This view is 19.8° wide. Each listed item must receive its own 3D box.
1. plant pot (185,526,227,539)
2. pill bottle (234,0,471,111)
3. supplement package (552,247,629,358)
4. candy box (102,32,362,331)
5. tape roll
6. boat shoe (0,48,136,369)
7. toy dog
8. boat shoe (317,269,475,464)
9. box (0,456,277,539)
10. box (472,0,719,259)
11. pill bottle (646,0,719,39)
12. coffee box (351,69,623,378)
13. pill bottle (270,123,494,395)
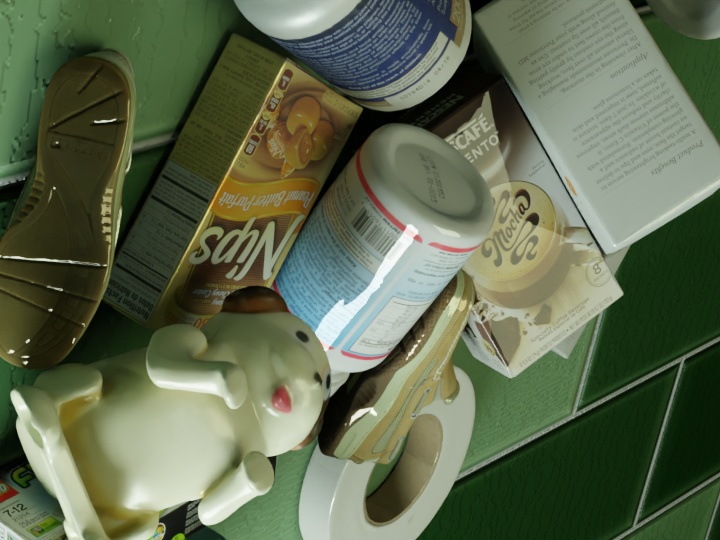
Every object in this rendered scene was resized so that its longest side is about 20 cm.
[{"bbox_3d":[-0.151,0.269,1.447,0.200,0.200,0.162,-19,117,-49],"label":"plant pot"},{"bbox_3d":[-0.017,-0.189,1.343,0.112,0.111,0.200,-61,145,-2],"label":"pill bottle"},{"bbox_3d":[0.155,-0.052,1.710,0.201,0.121,0.120,-60,150,-1],"label":"supplement package"},{"bbox_3d":[-0.087,-0.048,1.411,0.115,0.055,0.201,25,93,-60],"label":"candy box"},{"bbox_3d":[0.025,0.165,1.770,0.202,0.037,0.204,-37,142,-36],"label":"tape roll"},{"bbox_3d":[-0.179,-0.037,1.275,0.063,0.073,0.202,-66,169,-75],"label":"boat shoe"},{"bbox_3d":[-0.110,0.097,1.325,0.199,0.194,0.140,-24,96,-15],"label":"toy dog"},{"bbox_3d":[0.042,0.073,1.551,0.076,0.072,0.200,20,132,-19],"label":"boat shoe"},{"bbox_3d":[-0.162,0.148,1.403,0.199,0.110,0.035,-28,137,-44],"label":"box"},{"bbox_3d":[0.178,-0.122,1.549,0.106,0.201,0.152,-32,176,1],"label":"box"},{"bbox_3d":[0.338,-0.293,1.804,0.200,0.112,0.113,-39,143,-35],"label":"pill bottle"},{"bbox_3d":[0.096,-0.037,1.560,0.113,0.080,0.201,-36,110,-10],"label":"coffee box"},{"bbox_3d":[0.000,0.000,1.468,0.108,0.109,0.200,-14,150,-52],"label":"pill bottle"}]
